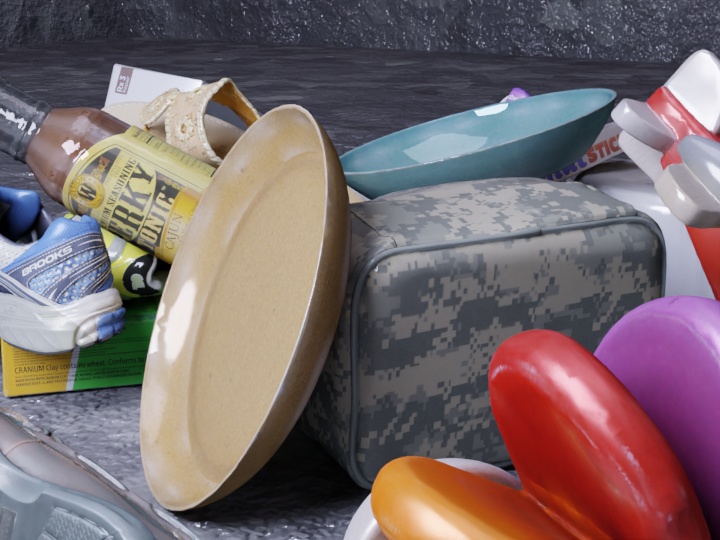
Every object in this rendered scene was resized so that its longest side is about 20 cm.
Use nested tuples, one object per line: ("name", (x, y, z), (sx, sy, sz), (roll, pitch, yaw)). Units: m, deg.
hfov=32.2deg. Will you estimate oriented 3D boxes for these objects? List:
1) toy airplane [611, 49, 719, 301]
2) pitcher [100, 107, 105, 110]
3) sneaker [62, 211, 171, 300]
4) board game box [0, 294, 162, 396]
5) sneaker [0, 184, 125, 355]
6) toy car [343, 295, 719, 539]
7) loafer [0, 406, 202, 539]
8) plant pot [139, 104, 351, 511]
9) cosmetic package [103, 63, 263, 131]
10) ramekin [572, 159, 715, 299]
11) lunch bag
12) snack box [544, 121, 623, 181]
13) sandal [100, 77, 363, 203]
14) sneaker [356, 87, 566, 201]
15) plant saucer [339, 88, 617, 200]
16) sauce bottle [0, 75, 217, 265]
("toy airplane", (0.234, -0.039, 0.712), (0.141, 0.199, 0.200), (-27, 31, 34))
("pitcher", (-0.190, -0.091, 1.177), (0.171, 0.122, 0.200), (-14, -7, 36))
("sneaker", (-0.113, -0.024, 0.833), (0.076, 0.076, 0.200), (16, 31, 27))
("board game box", (-0.165, 0.026, 0.840), (0.152, 0.041, 0.200), (-4, 16, -16))
("sneaker", (-0.217, -0.012, 0.740), (0.199, 0.086, 0.077), (9, 17, 32))
("toy car", (0.092, 0.083, 0.410), (0.199, 0.151, 0.175), (-7, 16, -25))
("loafer", (-0.138, 0.104, 0.530), (0.200, 0.072, 0.063), (21, 5, 38))
("plant pot", (-0.055, 0.019, 0.603), (0.027, 0.201, 0.200), (19, 6, -24))
("cosmetic package", (-0.126, -0.079, 0.976), (0.081, 0.113, 0.200), (13, 0, 18))
("ramekin", (0.242, -0.020, 0.904), (0.200, 0.098, 0.201), (0, 15, 0))
("lunch bag", (0.044, 0.016, 0.678), (0.199, 0.140, 0.168), (-9, 23, -26))
("snack box", (0.118, -0.069, 0.906), (0.200, 0.024, 0.072), (-25, 8, -35))
("sandal", (-0.081, -0.089, 0.806), (0.211, 0.070, 0.078), (29, 42, 21))
("sneaker", (0.082, -0.093, 0.978), (0.200, 0.115, 0.073), (2, 22, -36))
("plant saucer", (0.079, -0.080, 0.850), (0.199, 0.036, 0.200), (-15, 12, 3))
("sauce bottle", (-0.141, -0.053, 0.734), (0.199, 0.065, 0.065), (26, 15, -4))
